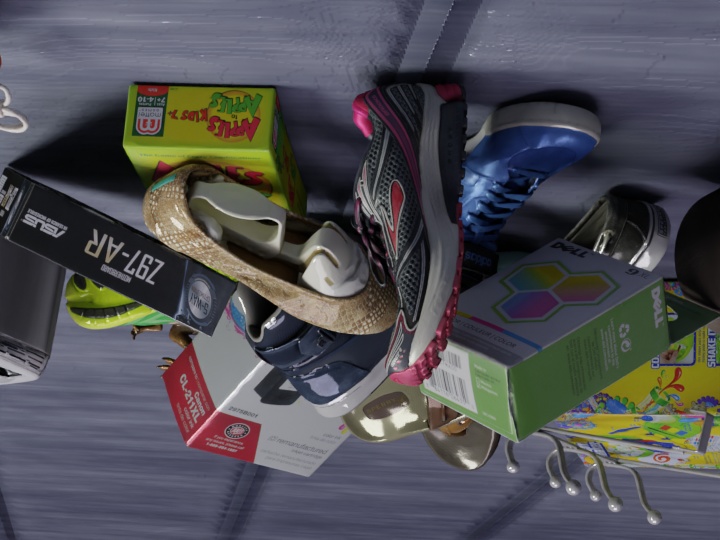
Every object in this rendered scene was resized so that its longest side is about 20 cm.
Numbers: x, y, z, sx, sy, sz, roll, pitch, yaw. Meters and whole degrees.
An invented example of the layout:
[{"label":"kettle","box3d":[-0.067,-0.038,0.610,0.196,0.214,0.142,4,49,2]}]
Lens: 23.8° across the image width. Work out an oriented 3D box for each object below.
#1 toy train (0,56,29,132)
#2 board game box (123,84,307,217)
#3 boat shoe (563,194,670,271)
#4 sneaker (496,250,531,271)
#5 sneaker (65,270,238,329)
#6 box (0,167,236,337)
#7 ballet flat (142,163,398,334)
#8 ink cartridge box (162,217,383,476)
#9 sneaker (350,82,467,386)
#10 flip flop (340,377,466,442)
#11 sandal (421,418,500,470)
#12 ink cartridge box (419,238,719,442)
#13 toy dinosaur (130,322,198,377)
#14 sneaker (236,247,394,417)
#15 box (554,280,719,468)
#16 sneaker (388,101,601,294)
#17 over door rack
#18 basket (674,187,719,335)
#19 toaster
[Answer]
[{"label":"toy train","box3d":[-0.307,-0.139,1.070,0.198,0.056,0.150,6,163,4]},{"label":"board game box","box3d":[-0.100,-0.069,1.232,0.100,0.048,0.200,2,161,6]},{"label":"boat shoe","box3d":[0.158,0.014,1.326,0.063,0.071,0.201,15,129,-25]},{"label":"sneaker","box3d":[0.128,0.070,1.446,0.077,0.141,0.200,0,161,13]},{"label":"sneaker","box3d":[-0.153,0.011,1.476,0.198,0.075,0.084,-1,-173,4]},{"label":"box","box3d":[-0.187,-0.018,1.245,0.159,0.044,0.200,27,178,-19]},{"label":"ballet flat","box3d":[-0.052,-0.015,1.165,0.198,0.071,0.065,22,149,-16]},{"label":"ink cartridge box","box3d":[-0.046,0.068,1.425,0.145,0.083,0.200,19,124,-39]},{"label":"sneaker","box3d":[0.029,-0.023,1.097,0.074,0.202,0.081,2,159,0]},{"label":"flip flop","box3d":[0.051,0.089,1.327,0.199,0.082,0.057,-27,-175,38]},{"label":"sandal","box3d":[0.077,0.091,1.376,0.081,0.055,0.201,22,135,16]},{"label":"ink cartridge box","box3d":[0.141,0.033,1.164,0.199,0.060,0.103,-27,-150,-29]},{"label":"toy dinosaur","box3d":[-0.142,0.044,1.551,0.198,0.107,0.061,13,137,-11]},{"label":"sneaker","box3d":[0.000,0.001,1.275,0.146,0.202,0.077,43,179,-39]},{"label":"box","box3d":[0.279,0.098,1.526,0.191,0.123,0.200,-1,161,16]},{"label":"sneaker","box3d":[0.089,-0.039,1.179,0.076,0.112,0.199,18,157,-36]},{"label":"over door rack","box3d":[0.242,0.172,1.459,0.199,0.067,0.147,-10,158,39]},{"label":"basket","box3d":[0.314,-0.023,1.157,0.179,0.138,0.200,-1,169,-27]},{"label":"toaster","box3d":[-0.320,0.015,1.400,0.113,0.131,0.200,-6,159,30]}]
